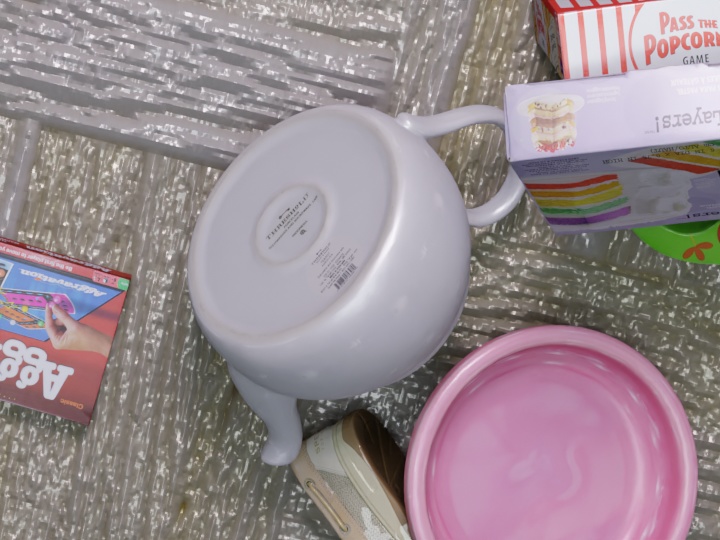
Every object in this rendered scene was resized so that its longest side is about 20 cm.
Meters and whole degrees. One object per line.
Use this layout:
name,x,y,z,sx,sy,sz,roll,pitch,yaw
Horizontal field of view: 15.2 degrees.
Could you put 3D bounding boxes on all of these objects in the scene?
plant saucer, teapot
plant saucer,0.120,0.135,1.754,0.199,0.051,0.202,-1,93,-16
teapot,0.000,0.000,1.696,0.199,0.199,0.146,-14,146,33

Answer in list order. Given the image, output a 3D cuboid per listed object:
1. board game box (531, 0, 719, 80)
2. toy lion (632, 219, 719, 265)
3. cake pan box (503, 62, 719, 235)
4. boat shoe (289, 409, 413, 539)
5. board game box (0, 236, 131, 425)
board game box,0.186,-0.155,1.637,0.150,0.200,0.047,-7,103,0
toy lion,0.262,-0.055,1.723,0.198,0.069,0.193,-10,119,14
cake pan box,0.195,-0.073,1.590,0.198,0.184,0.053,-5,78,10
boat shoe,0.024,0.189,1.778,0.065,0.072,0.201,-28,103,21
board game box,-0.258,0.025,1.759,0.198,0.019,0.104,16,103,-5
